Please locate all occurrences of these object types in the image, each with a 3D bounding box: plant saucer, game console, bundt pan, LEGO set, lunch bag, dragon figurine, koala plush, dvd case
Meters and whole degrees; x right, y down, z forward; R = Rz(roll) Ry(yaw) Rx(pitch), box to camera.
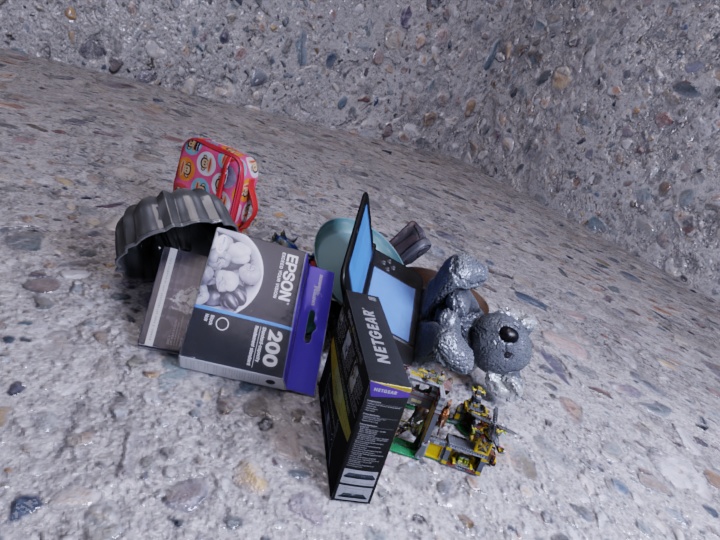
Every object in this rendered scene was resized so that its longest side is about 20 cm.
[{"bbox_3d":[0.000,0.000,0.909,0.195,0.027,0.206,22,46,-24],"label":"plant saucer"},{"bbox_3d":[0.040,0.014,0.820,0.172,0.117,0.204,27,43,-11],"label":"game console"},{"bbox_3d":[-0.291,-0.062,0.835,0.198,0.200,0.078,-7,70,-47],"label":"bundt pan"},{"bbox_3d":[0.112,0.177,0.726,0.193,0.120,0.154,21,21,6],"label":"LEGO set"},{"bbox_3d":[-0.277,-0.138,1.032,0.171,0.207,0.082,23,17,15],"label":"lunch bag"},{"bbox_3d":[-0.116,-0.020,0.949,0.098,0.060,0.200,35,2,1],"label":"dragon figurine"},{"bbox_3d":[0.149,0.059,1.022,0.194,0.035,0.202,23,-21,9],"label":"plant saucer"},{"bbox_3d":[0.192,0.104,0.861,0.193,0.183,0.184,19,-23,-8],"label":"koala plush"},{"bbox_3d":[-0.205,0.056,0.772,0.193,0.016,0.154,14,60,-16],"label":"dvd case"}]

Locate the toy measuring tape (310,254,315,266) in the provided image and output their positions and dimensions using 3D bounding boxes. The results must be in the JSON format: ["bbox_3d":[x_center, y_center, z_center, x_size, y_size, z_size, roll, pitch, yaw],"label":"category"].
[{"bbox_3d":[-0.053,0.020,1.019,0.194,0.076,0.074,22,21,6],"label":"toy measuring tape"}]

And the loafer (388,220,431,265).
[{"bbox_3d":[0.047,-0.020,1.042,0.064,0.197,0.071,61,17,16],"label":"loafer"}]

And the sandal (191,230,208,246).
[{"bbox_3d":[-0.262,-0.043,0.974,0.200,0.080,0.060,24,50,-4],"label":"sandal"}]

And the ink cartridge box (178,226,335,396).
[{"bbox_3d":[-0.136,0.057,0.758,0.192,0.044,0.205,15,60,-12],"label":"ink cartridge box"}]

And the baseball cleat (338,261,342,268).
[{"bbox_3d":[0.003,0.054,0.940,0.201,0.070,0.106,48,30,12],"label":"baseball cleat"}]

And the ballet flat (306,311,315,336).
[{"bbox_3d":[-0.148,0.035,0.909,0.196,0.073,0.067,29,20,22],"label":"ballet flat"}]

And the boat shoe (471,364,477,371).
[{"bbox_3d":[0.132,0.118,0.966,0.198,0.074,0.068,37,28,19],"label":"boat shoe"}]

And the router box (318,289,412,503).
[{"bbox_3d":[-0.004,0.144,0.653,0.050,0.162,0.202,11,23,-14],"label":"router box"}]

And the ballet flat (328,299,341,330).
[{"bbox_3d":[-0.040,0.092,0.908,0.065,0.059,0.198,12,14,-40],"label":"ballet flat"}]
